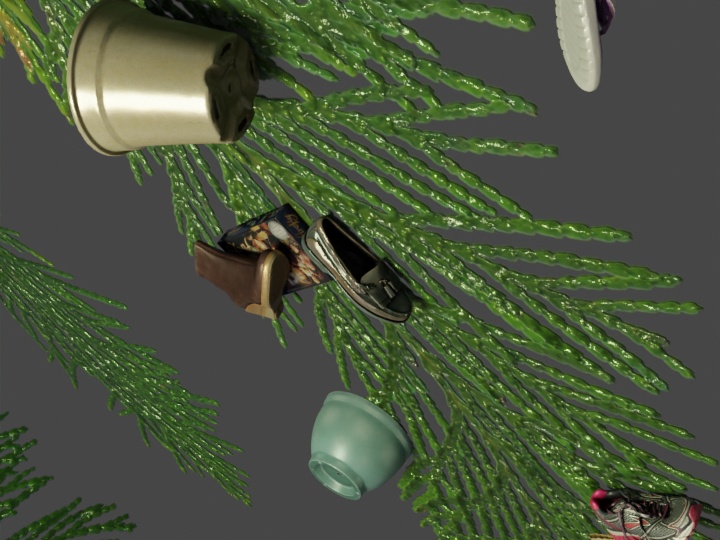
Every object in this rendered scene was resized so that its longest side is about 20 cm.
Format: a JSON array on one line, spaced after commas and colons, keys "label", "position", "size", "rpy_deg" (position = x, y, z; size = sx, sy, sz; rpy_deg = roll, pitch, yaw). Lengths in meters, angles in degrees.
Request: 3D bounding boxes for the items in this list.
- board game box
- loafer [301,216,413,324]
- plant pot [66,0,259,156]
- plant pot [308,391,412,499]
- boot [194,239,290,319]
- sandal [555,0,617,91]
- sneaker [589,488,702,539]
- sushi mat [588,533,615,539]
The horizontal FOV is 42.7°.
[{"label": "board game box", "position": [-0.132, -0.026, 1.476], "size": [0.136, 0.035, 0.199], "rpy_deg": [48, 148, -17]}, {"label": "loafer", "position": [0.000, 0.000, 1.345], "size": [0.199, 0.072, 0.063], "rpy_deg": [39, 144, 1]}, {"label": "plant pot", "position": [-0.236, -0.238, 1.172], "size": [0.181, 0.202, 0.202], "rpy_deg": [9, 141, 20]}, {"label": "plant pot", "position": [-0.017, 0.350, 1.766], "size": [0.198, 0.135, 0.202], "rpy_deg": [25, 148, 17]}, {"label": "boot", "position": [-0.198, -0.002, 1.469], "size": [0.165, 0.073, 0.201], "rpy_deg": [29, 152, 9]}, {"label": "sandal", "position": [0.203, -0.249, 0.811], "size": [0.049, 0.083, 0.204], "rpy_deg": [-17, 131, 2]}, {"label": "sneaker", "position": [0.426, 0.368, 1.388], "size": [0.075, 0.081, 0.199], "rpy_deg": [45, 149, -11]}, {"label": "sushi mat", "position": [0.467, 0.480, 1.516], "size": [0.199, 0.012, 0.095], "rpy_deg": [38, 154, -30]}]
